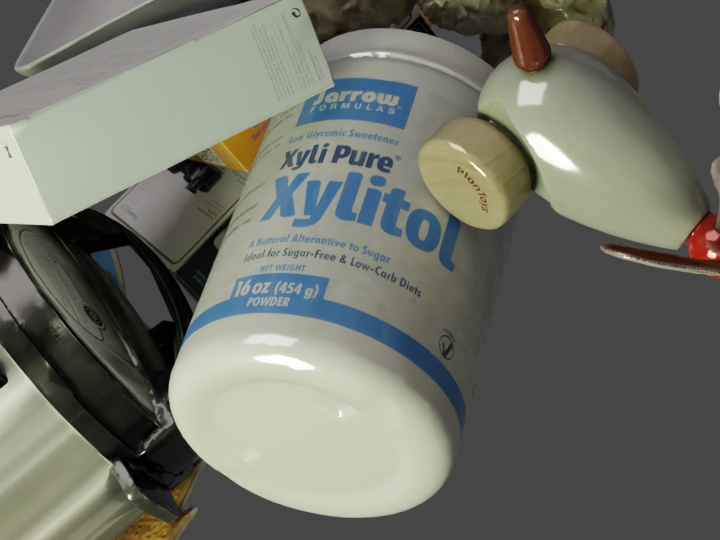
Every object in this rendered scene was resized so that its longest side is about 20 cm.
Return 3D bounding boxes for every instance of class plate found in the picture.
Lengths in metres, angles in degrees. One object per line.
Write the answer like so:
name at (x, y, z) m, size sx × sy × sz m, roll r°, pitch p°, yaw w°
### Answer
plate at (-0.099, -0.187, 0.989) m, size 0.200 × 0.032 × 0.200 m, roll -23°, pitch 27°, yaw 15°

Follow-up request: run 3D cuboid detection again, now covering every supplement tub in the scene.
supplement tub at (0.000, 0.000, 0.765) m, size 0.132 × 0.132 × 0.200 m, roll -15°, pitch 43°, yaw 35°

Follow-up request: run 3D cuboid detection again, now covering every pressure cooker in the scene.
pressure cooker at (-0.174, 0.064, 0.833) m, size 0.200 × 0.176 × 0.179 m, roll -39°, pitch 10°, yaw 3°

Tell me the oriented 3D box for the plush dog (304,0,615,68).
plush dog at (0.025, -0.174, 0.828) m, size 0.171 × 0.201 × 0.160 m, roll -17°, pitch 0°, yaw 8°

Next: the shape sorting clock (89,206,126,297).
shape sorting clock at (-0.232, 0.023, 0.926) m, size 0.200 × 0.200 × 0.039 m, roll -44°, pitch 11°, yaw -3°

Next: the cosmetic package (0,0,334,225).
cosmetic package at (-0.126, -0.075, 0.787) m, size 0.151 × 0.052 × 0.200 m, roll -27°, pitch 15°, yaw -26°

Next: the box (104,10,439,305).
box at (-0.044, -0.068, 0.950) m, size 0.200 × 0.060 × 0.117 m, roll -47°, pitch 33°, yaw -8°

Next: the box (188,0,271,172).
box at (-0.085, -0.122, 0.961) m, size 0.119 × 0.041 × 0.200 m, roll -51°, pitch 31°, yaw -14°

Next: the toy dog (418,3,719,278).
toy dog at (0.118, -0.049, 0.664) m, size 0.199 × 0.096 × 0.132 m, roll 13°, pitch 60°, yaw 18°
